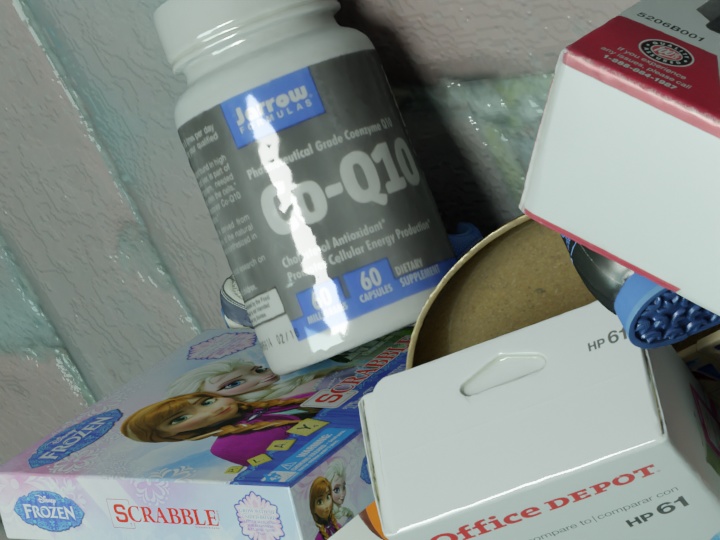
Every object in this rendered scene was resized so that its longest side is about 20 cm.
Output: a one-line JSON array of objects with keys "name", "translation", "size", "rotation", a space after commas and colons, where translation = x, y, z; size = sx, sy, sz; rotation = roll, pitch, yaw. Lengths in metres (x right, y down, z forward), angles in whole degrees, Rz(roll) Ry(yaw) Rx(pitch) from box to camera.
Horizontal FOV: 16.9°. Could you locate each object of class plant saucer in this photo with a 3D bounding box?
[{"name": "plant saucer", "translation": [0.119, 0.035, 1.230], "size": [0.199, 0.036, 0.201], "rotation": [-5, 126, -6]}]

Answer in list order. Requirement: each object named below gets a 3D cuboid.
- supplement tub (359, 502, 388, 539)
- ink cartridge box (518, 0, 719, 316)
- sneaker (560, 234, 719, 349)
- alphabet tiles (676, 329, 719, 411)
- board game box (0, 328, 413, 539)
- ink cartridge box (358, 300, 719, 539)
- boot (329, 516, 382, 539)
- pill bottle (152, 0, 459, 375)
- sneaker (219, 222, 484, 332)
[{"name": "supplement tub", "translation": [0.066, 0.114, 1.379], "size": [0.199, 0.107, 0.107], "rotation": [8, 131, 40]}, {"name": "ink cartridge box", "translation": [0.182, -0.062, 1.001], "size": [0.145, 0.200, 0.084], "rotation": [27, 127, 23]}, {"name": "sneaker", "translation": [0.177, -0.026, 1.076], "size": [0.078, 0.199, 0.070], "rotation": [56, 141, 30]}, {"name": "alphabet tiles", "translation": [0.230, 0.064, 1.178], "size": [0.166, 0.008, 0.200], "rotation": [22, 150, -22]}, {"name": "board game box", "translation": [-0.057, 0.085, 1.279], "size": [0.199, 0.200, 0.041], "rotation": [-2, 110, 35]}, {"name": "ink cartridge box", "translation": [0.108, 0.111, 1.172], "size": [0.144, 0.085, 0.200], "rotation": [-22, 142, 17]}, {"name": "boot", "translation": [-0.020, 0.127, 1.522], "size": [0.199, 0.090, 0.073], "rotation": [12, 118, 0]}, {"name": "pill bottle", "translation": [-0.029, -0.057, 1.260], "size": [0.114, 0.113, 0.201], "rotation": [-24, 88, 53]}, {"name": "sneaker", "translation": [0.000, 0.000, 1.373], "size": [0.199, 0.077, 0.086], "rotation": [0, 119, 35]}]
